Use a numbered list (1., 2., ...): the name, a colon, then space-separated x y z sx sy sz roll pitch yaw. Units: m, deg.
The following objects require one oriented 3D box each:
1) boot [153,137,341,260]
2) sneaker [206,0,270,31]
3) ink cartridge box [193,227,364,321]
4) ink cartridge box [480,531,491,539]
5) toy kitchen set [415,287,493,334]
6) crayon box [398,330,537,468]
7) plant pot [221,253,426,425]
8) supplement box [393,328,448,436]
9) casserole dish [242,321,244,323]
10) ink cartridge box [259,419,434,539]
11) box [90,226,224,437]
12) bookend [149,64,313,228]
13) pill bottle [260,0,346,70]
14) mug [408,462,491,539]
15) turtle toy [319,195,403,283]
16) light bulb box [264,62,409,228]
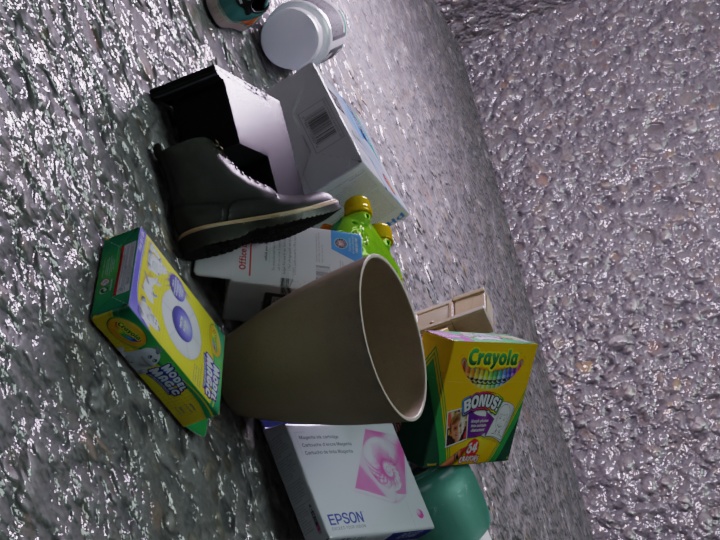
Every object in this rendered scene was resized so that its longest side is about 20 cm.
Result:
1. boot: -0.130 -0.102 1.466 0.200 0.077 0.138 -14 77 -31
2. sneaker: -0.164 -0.404 1.898 0.200 0.080 0.071 -57 125 -72
3. ink cartridge box: -0.100 0.004 1.509 0.116 0.200 0.067 -92 -167 -48
4. ink cartridge box: 0.118 0.443 1.733 0.200 0.128 0.125 -61 130 -69
5. toy kitchen set: 0.083 0.062 1.950 0.163 0.200 0.181 -83 150 -61
6. crayon box: 0.146 0.172 1.712 0.200 0.058 0.173 5 101 -50
7. plant pot: -0.053 0.096 1.408 0.187 0.200 0.188 -15 90 -71
8. supplement box: 0.045 0.164 1.738 0.200 0.086 0.110 -19 90 -42
9. casserole dish: -0.103 0.075 1.590 0.200 0.039 0.121 -70 139 -66
10. ink cartridge box: -0.018 0.229 1.502 0.196 0.043 0.200 6 53 -49
11. box: -0.192 0.067 1.268 0.117 0.048 0.200 -93 159 -47
12. bookend: -0.153 -0.125 1.564 0.199 0.092 0.200 14 58 -70
13. pill bottle: -0.093 -0.387 2.070 0.200 0.113 0.113 -56 125 -73
14. mug: 0.088 0.322 1.732 0.185 0.152 0.115 -60 130 -71
15. turtle toy: 0.000 0.000 1.769 0.200 0.101 0.146 50 24 -52
16. light bulb box: -0.047 -0.160 1.861 0.198 0.125 0.200 64 11 27
